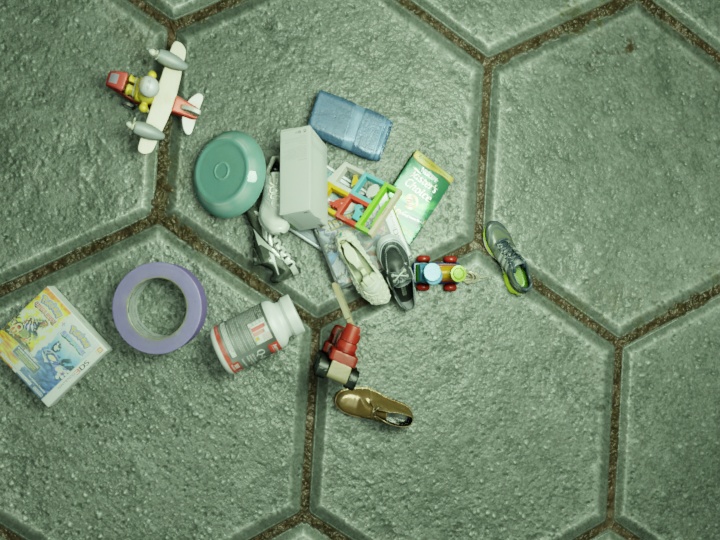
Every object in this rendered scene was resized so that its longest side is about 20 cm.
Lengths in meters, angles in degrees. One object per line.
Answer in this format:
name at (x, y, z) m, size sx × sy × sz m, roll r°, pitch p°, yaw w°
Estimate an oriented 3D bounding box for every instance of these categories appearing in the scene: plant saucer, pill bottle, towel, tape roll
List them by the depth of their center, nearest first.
tape roll at (-0.455, 0.084, 1.333) m, size 0.194 × 0.085 × 0.206 m, roll 0°, pitch 90°, yaw -6°
plant saucer at (-0.311, -0.225, 1.338) m, size 0.195 × 0.036 × 0.206 m, roll -2°, pitch 85°, yaw 19°
pill bottle at (-0.235, 0.142, 1.340) m, size 0.197 × 0.116 × 0.118 m, roll -27°, pitch 92°, yaw -6°
towel at (-0.026, -0.347, 1.407) m, size 0.196 × 0.049 × 0.114 m, roll 22°, pitch 86°, yaw -6°

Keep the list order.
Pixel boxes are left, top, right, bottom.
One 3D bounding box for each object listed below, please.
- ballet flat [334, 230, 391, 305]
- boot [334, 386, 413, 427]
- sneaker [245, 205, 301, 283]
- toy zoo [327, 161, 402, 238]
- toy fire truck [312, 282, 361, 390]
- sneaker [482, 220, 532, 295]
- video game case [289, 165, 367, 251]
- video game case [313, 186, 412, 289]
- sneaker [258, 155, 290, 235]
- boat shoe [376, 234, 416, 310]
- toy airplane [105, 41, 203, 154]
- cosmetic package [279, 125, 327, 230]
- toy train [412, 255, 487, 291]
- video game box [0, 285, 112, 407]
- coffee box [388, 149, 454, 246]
ballet flat at (0.000, 0.000, 1.346) m, size 0.071 × 0.072 × 0.202 m, roll -35°, pitch 95°, yaw -6°
boot at (0.034, 0.327, 1.389) m, size 0.195 × 0.075 × 0.075 m, roll 15°, pitch 89°, yaw -5°
sneaker at (-0.227, -0.056, 1.370) m, size 0.090 × 0.066 × 0.202 m, roll -34°, pitch 95°, yaw -8°
toy zoo at (-0.017, -0.173, 1.356) m, size 0.197 × 0.021 × 0.132 m, roll 29°, pitch 75°, yaw 23°
toy fire truck at (-0.044, 0.146, 1.332) m, size 0.126 × 0.176 × 0.204 m, roll 22°, pitch 86°, yaw -5°
sneaker at (0.369, -0.033, 1.429) m, size 0.073 × 0.081 × 0.203 m, roll -31°, pitch 92°, yaw -6°
video game case at (-0.089, -0.152, 1.409) m, size 0.197 × 0.023 × 0.184 m, roll 31°, pitch 86°, yaw -5°
video game case at (0.003, -0.076, 1.383) m, size 0.196 × 0.026 × 0.184 m, roll -23°, pitch 95°, yaw 1°
sneaker at (-0.197, -0.173, 1.327) m, size 0.073 × 0.088 × 0.204 m, roll -2°, pitch 59°, yaw -15°
boat shoe at (0.089, 0.010, 1.352) m, size 0.070 × 0.068 × 0.203 m, roll -18°, pitch 127°, yaw -2°
toy airplane at (-0.453, -0.390, 1.313) m, size 0.196 × 0.141 × 0.204 m, roll -26°, pitch 91°, yaw -7°
cosmetic package at (-0.127, -0.206, 1.319) m, size 0.079 × 0.113 × 0.205 m, roll -5°, pitch 72°, yaw 18°
toy train at (0.228, 0.007, 1.395) m, size 0.194 × 0.116 × 0.087 m, roll 1°, pitch 89°, yaw -6°
video game box at (-0.702, 0.171, 1.323) m, size 0.182 × 0.047 × 0.200 m, roll -44°, pitch 94°, yaw -8°
coffee box at (0.126, -0.177, 1.422) m, size 0.122 × 0.044 × 0.202 m, roll 36°, pitch 86°, yaw -4°
